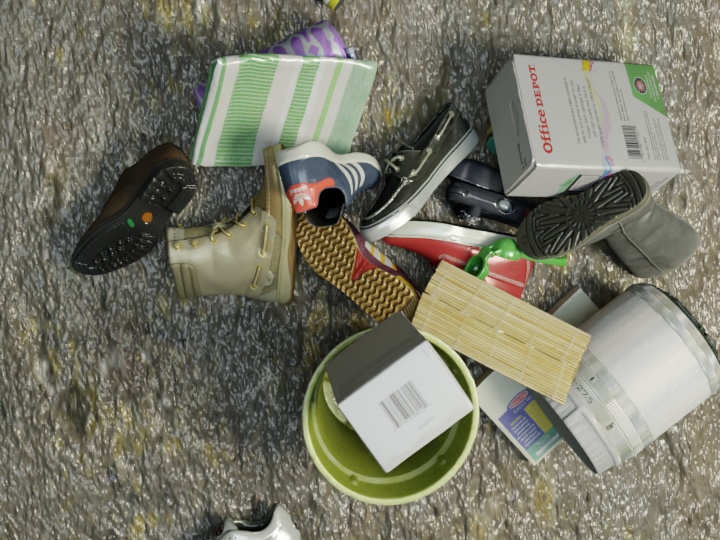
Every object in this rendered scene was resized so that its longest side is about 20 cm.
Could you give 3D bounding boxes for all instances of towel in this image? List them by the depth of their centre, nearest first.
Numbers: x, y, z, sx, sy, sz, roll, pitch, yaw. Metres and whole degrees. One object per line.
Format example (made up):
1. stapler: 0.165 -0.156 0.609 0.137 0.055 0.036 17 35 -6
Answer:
1. towel: -0.089 -0.180 1.216 0.198 0.023 0.153 -1 132 -26

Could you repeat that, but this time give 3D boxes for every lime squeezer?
1. lime squeezer: 0.156 0.001 1.269 0.199 0.038 0.071 -25 138 -13

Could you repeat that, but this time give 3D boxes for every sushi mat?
1. sushi mat: 0.161 0.069 1.210 0.199 0.012 0.096 27 68 7

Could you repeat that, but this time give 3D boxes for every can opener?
1. can opener: 0.195 -0.073 1.305 0.198 0.063 0.079 22 93 -8

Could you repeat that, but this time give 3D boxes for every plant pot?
1. plant pot: 0.024 0.152 1.249 0.198 0.184 0.203 -1 95 -6

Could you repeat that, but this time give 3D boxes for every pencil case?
1. pencil case: -0.100 -0.221 1.250 0.199 0.084 0.086 -26 122 -2

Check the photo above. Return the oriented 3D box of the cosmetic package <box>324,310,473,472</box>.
1. cosmetic package: 0.032 0.113 1.052 0.107 0.200 0.085 -36 97 0

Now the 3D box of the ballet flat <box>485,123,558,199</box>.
1. ballet flat: 0.244 -0.130 1.308 0.199 0.071 0.071 36 91 -11

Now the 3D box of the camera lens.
1. camera lens: 0.318 0.126 1.266 0.199 0.160 0.160 -37 99 -1

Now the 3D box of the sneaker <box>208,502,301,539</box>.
1. sneaker: -0.171 0.356 1.309 0.199 0.074 0.089 -27 99 -13

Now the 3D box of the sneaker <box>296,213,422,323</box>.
1. sneaker: 0.000 0.000 1.291 0.075 0.090 0.200 -45 72 7

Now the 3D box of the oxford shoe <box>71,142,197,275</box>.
1. oxford shoe: -0.272 -0.072 1.254 0.200 0.085 0.073 -41 135 15

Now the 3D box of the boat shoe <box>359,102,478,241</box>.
1. boat shoe: 0.058 -0.120 1.265 0.200 0.071 0.064 -48 114 -19

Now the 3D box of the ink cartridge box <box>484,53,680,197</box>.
1. ink cartridge box: 0.259 -0.167 1.243 0.198 0.084 0.146 0 69 -21

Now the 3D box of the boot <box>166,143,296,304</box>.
1. boot: -0.153 -0.053 1.245 0.154 0.073 0.202 2 120 -1

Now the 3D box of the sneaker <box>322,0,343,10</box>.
1. sneaker: -0.027 -0.414 1.236 0.084 0.074 0.202 18 94 -8

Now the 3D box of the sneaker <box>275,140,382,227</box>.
1. sneaker: -0.031 -0.091 1.217 0.074 0.199 0.085 -16 82 28

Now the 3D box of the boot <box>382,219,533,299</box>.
1. boot: 0.112 0.014 1.304 0.198 0.072 0.146 11 96 -11

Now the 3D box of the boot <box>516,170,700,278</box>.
1. boot: 0.305 -0.038 1.280 0.181 0.200 0.073 -21 66 23

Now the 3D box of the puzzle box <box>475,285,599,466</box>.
1. puzzle box: 0.249 0.136 1.353 0.200 0.025 0.133 -43 100 0
